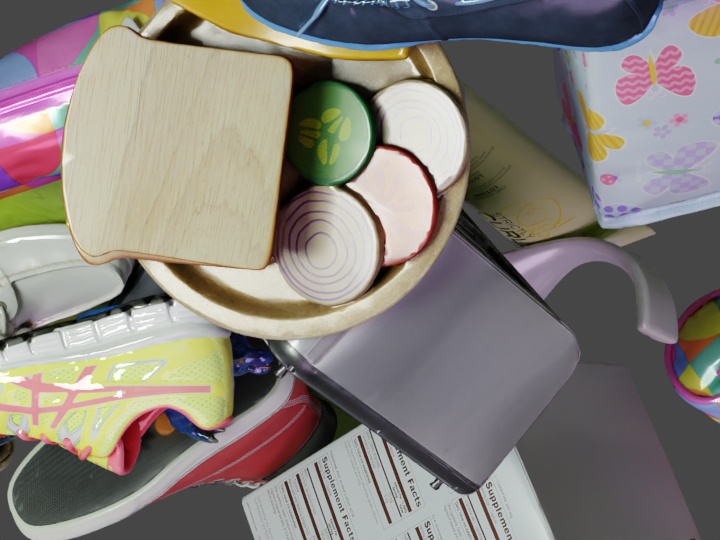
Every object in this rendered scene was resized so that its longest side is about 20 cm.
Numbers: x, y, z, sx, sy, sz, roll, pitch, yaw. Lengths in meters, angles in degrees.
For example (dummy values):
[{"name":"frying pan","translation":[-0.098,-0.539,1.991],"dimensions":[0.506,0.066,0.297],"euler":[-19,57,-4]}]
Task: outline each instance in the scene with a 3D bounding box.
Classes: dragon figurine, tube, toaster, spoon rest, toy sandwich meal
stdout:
[{"name":"dragon figurine","translation":[-0.137,0.058,1.408],"dimensions":[0.198,0.059,0.100],"euler":[-5,141,16]},{"name":"tube","translation":[0.092,-0.048,1.382],"dimensions":[0.200,0.058,0.052],"euler":[35,84,-49]},{"name":"toaster","translation":[0.000,0.000,1.302],"dimensions":[0.119,0.181,0.200],"euler":[-47,132,6]},{"name":"spoon rest","translation":[0.095,0.015,1.429],"dimensions":[0.199,0.061,0.099],"euler":[-2,164,35]},{"name":"toy sandwich meal","translation":[-0.048,-0.059,1.157],"dimensions":[0.204,0.207,0.070],"euler":[-17,-178,12]}]

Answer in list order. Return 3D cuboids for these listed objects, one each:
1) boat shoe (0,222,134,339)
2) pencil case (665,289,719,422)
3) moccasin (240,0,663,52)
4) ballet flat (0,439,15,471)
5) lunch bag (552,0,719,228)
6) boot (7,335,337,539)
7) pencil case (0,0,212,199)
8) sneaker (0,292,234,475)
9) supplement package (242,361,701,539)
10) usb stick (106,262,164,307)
[{"name":"boat shoe","translation":[-0.225,0.028,1.400],"dimensions":[0.198,0.070,0.071],"euler":[-14,142,8]},{"name":"pencil case","translation":[0.277,0.086,1.543],"dimensions":[0.088,0.089,0.200],"euler":[-31,136,26]},{"name":"moccasin","translation":[0.038,-0.147,1.095],"dimensions":[0.198,0.081,0.068],"euler":[0,151,9]},{"name":"ballet flat","translation":[-0.265,0.095,1.458],"dimensions":[0.062,0.068,0.200],"euler":[-27,166,7]},{"name":"lunch bag","translation":[0.203,-0.127,1.241],"dimensions":[0.198,0.128,0.170],"euler":[-14,141,-3]},{"name":"boot","translation":[-0.113,0.125,1.515],"dimensions":[0.199,0.073,0.144],"euler":[-28,153,3]},{"name":"pencil case","translation":[-0.158,-0.088,1.257],"dimensions":[0.199,0.089,0.089],"euler":[-20,141,13]},{"name":"sneaker","translation":[-0.158,0.073,1.324],"dimensions":[0.198,0.091,0.078],"euler":[-14,-177,16]},{"name":"supplement package","translation":[0.073,0.164,1.521],"dimensions":[0.199,0.148,0.191],"euler":[-33,158,28]},{"name":"usb stick","translation":[-0.116,0.015,1.434],"dimensions":[0.055,0.033,0.200],"euler":[11,139,-29]}]
